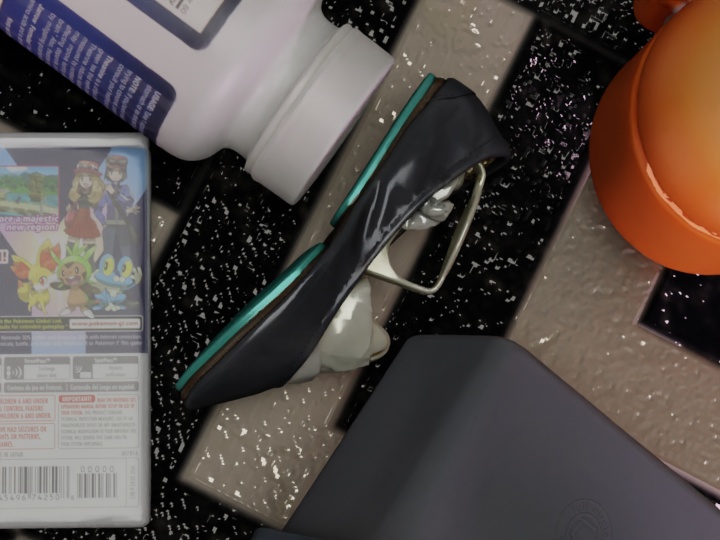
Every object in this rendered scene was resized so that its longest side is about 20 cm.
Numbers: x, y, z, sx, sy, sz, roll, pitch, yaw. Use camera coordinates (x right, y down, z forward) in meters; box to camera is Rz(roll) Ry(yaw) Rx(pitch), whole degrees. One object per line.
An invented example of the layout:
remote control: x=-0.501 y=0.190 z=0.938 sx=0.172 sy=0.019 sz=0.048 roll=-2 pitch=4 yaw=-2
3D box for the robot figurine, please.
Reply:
robot figurine: x=0.167 y=-0.059 z=0.903 sx=0.115 sy=0.200 sz=0.145 roll=12 pitch=82 yaw=-3

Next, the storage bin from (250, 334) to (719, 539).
storage bin: x=0.061 y=0.125 z=0.905 sx=0.200 sy=0.145 sz=0.135 roll=39 pitch=70 yaw=-25

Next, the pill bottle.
pill bottle: x=-0.087 y=-0.122 z=0.933 sx=0.199 sy=0.111 sz=0.111 roll=36 pitch=82 yaw=0

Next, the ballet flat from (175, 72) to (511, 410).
ballet flat: x=0.000 y=0.000 z=0.950 sx=0.073 sy=0.073 sz=0.200 roll=39 pitch=80 yaw=0

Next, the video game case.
video game case: x=-0.196 y=0.028 z=0.952 sx=0.198 sy=0.023 sz=0.184 roll=0 pitch=84 yaw=-4
